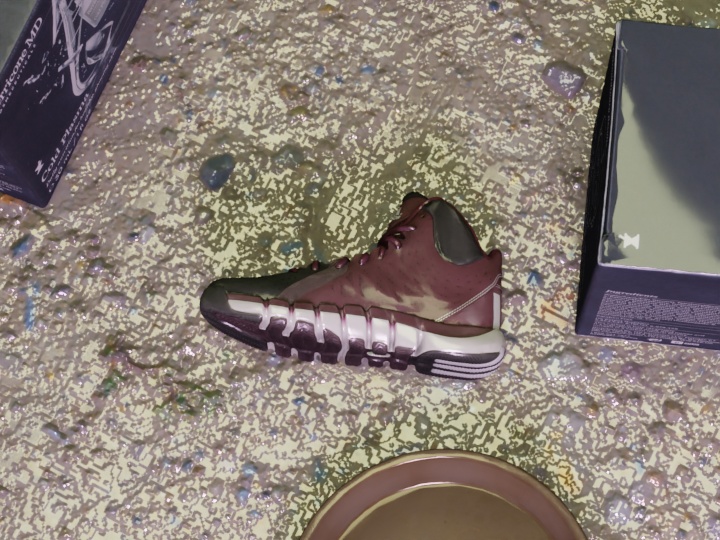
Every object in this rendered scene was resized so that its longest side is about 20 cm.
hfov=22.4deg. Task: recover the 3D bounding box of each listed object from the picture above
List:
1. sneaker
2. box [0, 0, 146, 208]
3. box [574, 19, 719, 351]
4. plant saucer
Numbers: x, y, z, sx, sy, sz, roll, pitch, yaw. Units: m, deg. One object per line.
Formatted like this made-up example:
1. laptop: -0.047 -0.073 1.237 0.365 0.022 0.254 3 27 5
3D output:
1. sneaker: 0.000 0.000 1.181 0.199 0.076 0.116 10 72 -5
2. box: -0.231 -0.173 1.165 0.123 0.197 0.201 23 79 8
3. box: 0.194 -0.046 1.108 0.106 0.200 0.149 6 77 5
4. plant saucer: 0.051 0.210 1.127 0.199 0.030 0.201 -3 65 6
